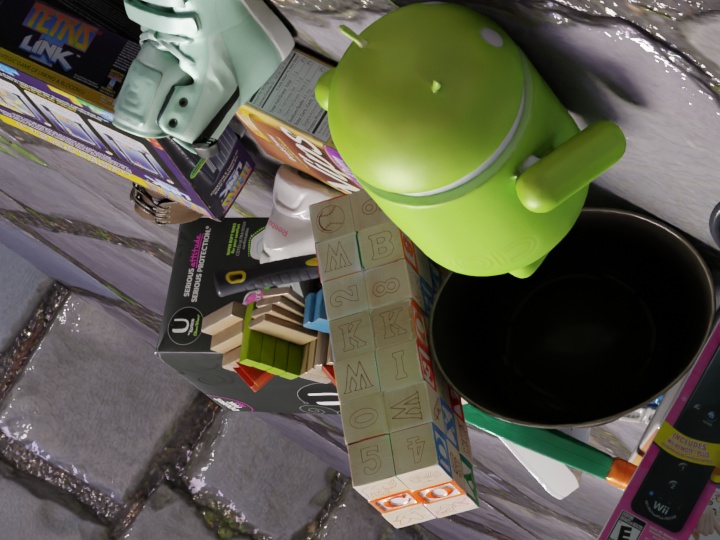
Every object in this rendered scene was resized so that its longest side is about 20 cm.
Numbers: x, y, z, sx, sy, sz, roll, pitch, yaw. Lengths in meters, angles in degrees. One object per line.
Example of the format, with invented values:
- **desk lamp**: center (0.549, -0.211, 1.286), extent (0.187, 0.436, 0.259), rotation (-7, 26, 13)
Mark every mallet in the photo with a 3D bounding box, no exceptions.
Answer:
- **mallet**: center (0.000, 0.000, 1.682), extent (0.041, 0.200, 0.066), rotation (71, -178, -66)

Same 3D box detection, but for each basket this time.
- **basket**: center (0.144, 0.042, 1.606), extent (0.180, 0.136, 0.200), rotation (-13, 171, 6)

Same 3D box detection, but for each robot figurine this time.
- **robot figurine**: center (0.056, -0.072, 1.358), extent (0.175, 0.116, 0.200), rotation (30, 171, 36)

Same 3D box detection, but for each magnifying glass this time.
- **magnifying glass**: center (0.149, 0.126, 1.647), extent (0.200, 0.022, 0.080), rotation (22, -178, 1)

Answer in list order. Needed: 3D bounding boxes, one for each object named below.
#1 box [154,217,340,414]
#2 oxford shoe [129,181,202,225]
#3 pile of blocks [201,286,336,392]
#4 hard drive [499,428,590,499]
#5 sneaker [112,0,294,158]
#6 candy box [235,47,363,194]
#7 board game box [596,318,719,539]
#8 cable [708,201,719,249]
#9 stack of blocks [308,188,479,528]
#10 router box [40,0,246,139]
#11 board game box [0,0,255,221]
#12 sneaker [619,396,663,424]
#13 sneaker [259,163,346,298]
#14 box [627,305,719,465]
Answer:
- **box**: center (-0.042, 0.039, 1.988), extent (0.200, 0.124, 0.149), rotation (1, 158, 23)
- **oxford shoe**: center (-0.147, -0.068, 1.918), extent (0.073, 0.084, 0.200), rotation (46, -172, 13)
- **pile of blocks**: center (-0.028, 0.053, 1.735), extent (0.200, 0.062, 0.082), rotation (-9, 153, 31)
- **hard drive**: center (0.119, 0.075, 1.786), extent (0.132, 0.027, 0.200), rotation (48, -160, -8)
- **sneaker**: center (-0.125, -0.148, 1.518), extent (0.074, 0.118, 0.200), rotation (25, 167, 39)
- **candy box**: center (0.012, -0.080, 1.630), extent (0.200, 0.056, 0.117), rotation (29, 171, 23)
- **board game box**: center (0.253, 0.121, 1.477), extent (0.147, 0.200, 0.064), rotation (27, 169, 17)
- **cable**: center (0.285, 0.012, 1.324), extent (0.200, 0.051, 0.163), rotation (31, 166, 13)
- **stack of blocks**: center (0.026, 0.059, 1.564), extent (0.059, 0.200, 0.115), rotation (-17, 152, 15)
- **router box**: center (-0.167, -0.158, 1.777), extent (0.200, 0.052, 0.157), rotation (32, 171, -6)
- **board game box**: center (-0.188, -0.122, 1.701), extent (0.200, 0.057, 0.165), rotation (25, 168, 21)
- **sneaker**: center (0.244, 0.093, 1.805), extent (0.200, 0.075, 0.087), rotation (28, -164, 1)
- **sneaker**: center (-0.003, -0.014, 1.777), extent (0.200, 0.099, 0.078), rotation (15, -164, -43)
- **box**: center (0.277, 0.111, 1.632), extent (0.152, 0.106, 0.200), rotation (30, 170, 7)
